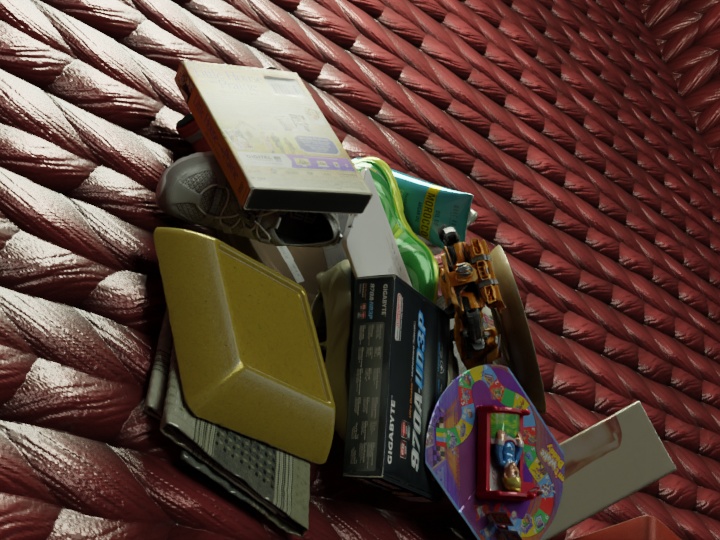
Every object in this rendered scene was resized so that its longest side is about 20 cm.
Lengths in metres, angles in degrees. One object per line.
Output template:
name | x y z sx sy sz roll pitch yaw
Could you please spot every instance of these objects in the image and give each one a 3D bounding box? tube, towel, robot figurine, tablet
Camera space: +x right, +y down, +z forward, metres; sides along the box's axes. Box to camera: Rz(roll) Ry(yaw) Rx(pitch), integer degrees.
tube | 0.059 -0.082 1.640 0.050 0.078 0.199 -15 30 -40
towel | -0.116 0.125 1.259 0.192 0.034 0.201 44 26 -30
robot figurine | 0.122 0.032 1.513 0.200 0.057 0.147 80 -4 -69
tablet | 0.026 0.007 1.459 0.131 0.013 0.202 -75 150 -49

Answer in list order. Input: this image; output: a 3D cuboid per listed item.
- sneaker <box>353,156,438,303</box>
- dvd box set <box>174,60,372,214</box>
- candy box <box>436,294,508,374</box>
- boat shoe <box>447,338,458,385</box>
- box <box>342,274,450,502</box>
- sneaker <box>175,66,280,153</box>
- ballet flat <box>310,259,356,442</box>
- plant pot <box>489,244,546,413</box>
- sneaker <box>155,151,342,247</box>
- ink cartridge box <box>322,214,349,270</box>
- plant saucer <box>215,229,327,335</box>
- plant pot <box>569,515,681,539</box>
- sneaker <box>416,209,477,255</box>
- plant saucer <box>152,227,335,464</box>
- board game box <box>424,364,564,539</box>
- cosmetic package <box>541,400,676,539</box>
sneaker | 0.024 -0.034 1.596 0.083 0.074 0.202 -16 73 -38
dvd box set | -0.090 -0.136 1.393 0.145 0.030 0.201 0 44 -36
candy box | 0.148 0.134 1.667 0.136 0.061 0.202 38 32 -33
boat shoe | 0.077 0.111 1.568 0.201 0.071 0.065 -95 168 -65
box | 0.040 0.122 1.391 0.159 0.045 0.203 36 55 -60
sneaker | -0.131 -0.159 1.519 0.087 0.073 0.200 59 32 -10
ballet flat | -0.025 0.087 1.406 0.069 0.069 0.203 26 57 -46
plant pot | 0.176 0.071 1.598 0.200 0.027 0.203 -16 90 -89
sneaker | -0.104 -0.067 1.365 0.198 0.076 0.082 7 19 -26
ink cartridge box | 0.000 0.000 1.511 0.094 0.044 0.203 -7 82 -70
plant saucer | -0.081 -0.024 1.484 0.200 0.029 0.201 41 30 -30
plant pot | 0.278 0.406 1.449 0.199 0.199 0.178 40 40 -29
sneaker | 0.075 -0.060 1.718 0.199 0.092 0.076 -20 78 -58
plant saucer | -0.096 0.061 1.276 0.199 0.048 0.202 30 36 -48
board game box | 0.155 0.195 1.422 0.158 0.039 0.201 -45 110 -34
cosmetic package | 0.244 0.232 1.539 0.088 0.198 0.103 62 2 13
